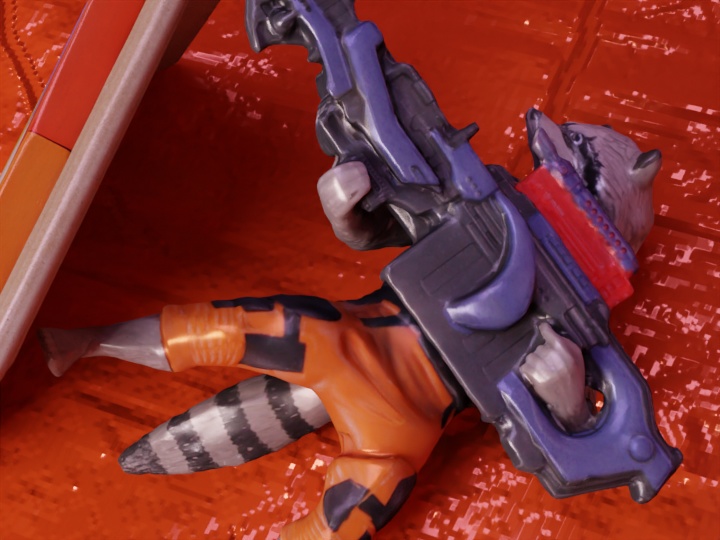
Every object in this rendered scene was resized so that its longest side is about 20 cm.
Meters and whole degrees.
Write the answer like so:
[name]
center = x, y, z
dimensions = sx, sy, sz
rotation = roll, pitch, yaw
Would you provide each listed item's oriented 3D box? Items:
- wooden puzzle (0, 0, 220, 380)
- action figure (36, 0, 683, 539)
[wooden puzzle]
center = -0.102, -0.022, 0.847
dimensions = 0.037, 0.185, 0.201
rotation = 31, 70, -6
[action figure]
center = 0.000, 0.000, 0.825
dimensions = 0.193, 0.105, 0.201
rotation = -28, 90, -3
